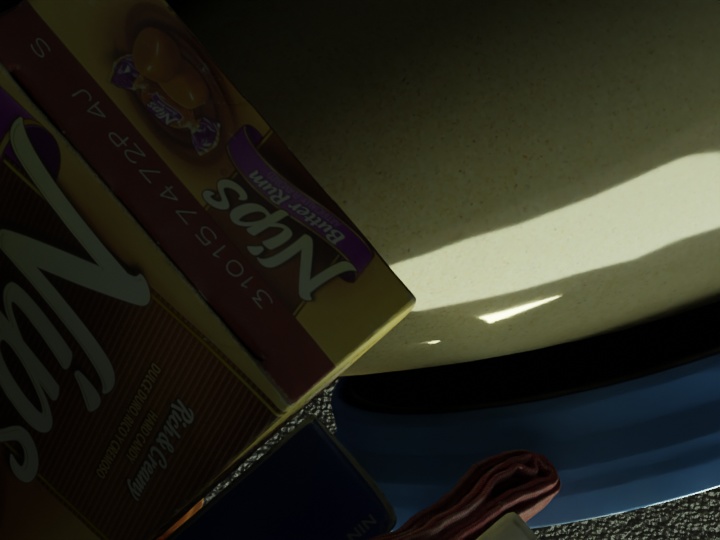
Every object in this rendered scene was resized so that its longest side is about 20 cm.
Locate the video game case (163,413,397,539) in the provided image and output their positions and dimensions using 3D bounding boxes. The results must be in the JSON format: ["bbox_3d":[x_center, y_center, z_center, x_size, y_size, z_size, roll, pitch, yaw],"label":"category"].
[{"bbox_3d":[-0.081,0.136,0.732,0.200,0.046,0.181,-40,175,-11],"label":"video game case"}]

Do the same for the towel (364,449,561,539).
[{"bbox_3d":[-0.035,0.133,0.670,0.200,0.023,0.144,-49,166,25],"label":"towel"}]

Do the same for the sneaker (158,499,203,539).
[{"bbox_3d":[-0.122,0.094,0.971,0.111,0.078,0.200,-5,-165,-11],"label":"sneaker"}]

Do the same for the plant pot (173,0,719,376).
[{"bbox_3d":[0.026,-0.048,0.698,0.199,0.188,0.187,-25,170,-32],"label":"plant pot"}]

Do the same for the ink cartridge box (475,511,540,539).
[{"bbox_3d":[0.012,0.189,0.613,0.147,0.145,0.200,-36,166,-24],"label":"ink cartridge box"}]

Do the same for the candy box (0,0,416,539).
[{"bbox_3d":[-0.083,0.020,0.623,0.056,0.117,0.200,-38,177,-39],"label":"candy box"}]

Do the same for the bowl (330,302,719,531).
[{"bbox_3d":[0.084,0.034,0.790,0.199,0.040,0.201,-14,-170,3],"label":"bowl"}]
